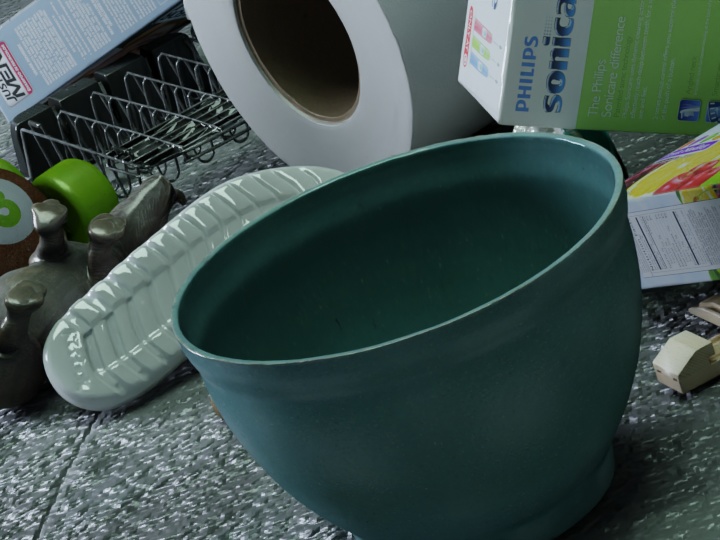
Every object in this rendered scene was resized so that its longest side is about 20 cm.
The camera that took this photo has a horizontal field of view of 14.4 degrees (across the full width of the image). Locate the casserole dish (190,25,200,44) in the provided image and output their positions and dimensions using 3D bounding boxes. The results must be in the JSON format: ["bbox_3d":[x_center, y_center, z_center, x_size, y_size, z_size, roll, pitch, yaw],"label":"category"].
[{"bbox_3d":[-0.031,-0.159,1.881,0.121,0.039,0.200,-30,23,-21],"label":"casserole dish"}]

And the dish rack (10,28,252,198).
[{"bbox_3d":[-0.122,-0.094,1.793,0.153,0.055,0.200,-33,27,-24],"label":"dish rack"}]

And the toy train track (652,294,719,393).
[{"bbox_3d":[0.220,-0.004,1.307,0.200,0.033,0.115,-26,23,-17],"label":"toy train track"}]

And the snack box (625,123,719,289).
[{"bbox_3d":[0.220,-0.061,1.324,0.200,0.053,0.142,-30,9,-21],"label":"snack box"}]

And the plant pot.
[{"bbox_3d":[0.035,0.045,1.220,0.200,0.134,0.200,-17,23,8],"label":"plant pot"}]

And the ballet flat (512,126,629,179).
[{"bbox_3d":[0.111,-0.038,1.462,0.072,0.072,0.200,-20,20,2],"label":"ballet flat"}]

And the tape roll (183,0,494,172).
[{"bbox_3d":[0.011,-0.162,1.633,0.139,0.203,0.203,-33,25,-28],"label":"tape roll"}]

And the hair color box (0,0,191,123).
[{"bbox_3d":[-0.154,-0.179,1.892,0.200,0.061,0.099,-32,-2,25],"label":"hair color box"}]

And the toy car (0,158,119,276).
[{"bbox_3d":[-0.265,-0.070,1.659,0.158,0.200,0.164,3,32,45],"label":"toy car"}]

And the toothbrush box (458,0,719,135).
[{"bbox_3d":[0.163,-0.149,1.453,0.200,0.146,0.086,1,18,-15],"label":"toothbrush box"}]

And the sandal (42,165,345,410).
[{"bbox_3d":[-0.080,0.008,1.512,0.203,0.082,0.050,-29,-20,-15],"label":"sandal"}]

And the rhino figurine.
[{"bbox_3d":[-0.157,0.005,1.554,0.060,0.088,0.200,26,42,21],"label":"rhino figurine"}]

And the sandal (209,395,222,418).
[{"bbox_3d":[0.000,0.000,1.420,0.200,0.054,0.080,-38,17,8],"label":"sandal"}]
